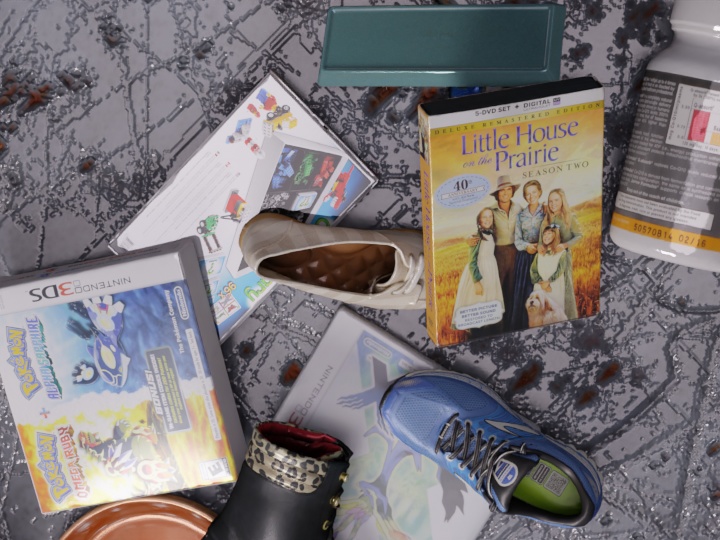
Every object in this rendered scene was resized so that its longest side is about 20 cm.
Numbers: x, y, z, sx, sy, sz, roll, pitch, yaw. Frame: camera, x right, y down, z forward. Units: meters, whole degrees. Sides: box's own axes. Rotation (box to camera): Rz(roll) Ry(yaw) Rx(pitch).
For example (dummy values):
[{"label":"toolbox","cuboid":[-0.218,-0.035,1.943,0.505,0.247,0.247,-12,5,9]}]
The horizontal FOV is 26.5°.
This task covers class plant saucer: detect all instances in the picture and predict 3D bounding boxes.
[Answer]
[{"label":"plant saucer","cuboid":[-0.177,0.289,1.311,0.198,0.032,0.203,0,96,4]},{"label":"plant saucer","cuboid":[0.061,-0.180,1.208,0.198,0.019,0.071,3,74,17]}]

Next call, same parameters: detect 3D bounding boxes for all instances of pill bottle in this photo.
[{"label":"pill bottle","cuboid":[0.269,-0.106,1.191,0.115,0.116,0.202,12,98,2]}]

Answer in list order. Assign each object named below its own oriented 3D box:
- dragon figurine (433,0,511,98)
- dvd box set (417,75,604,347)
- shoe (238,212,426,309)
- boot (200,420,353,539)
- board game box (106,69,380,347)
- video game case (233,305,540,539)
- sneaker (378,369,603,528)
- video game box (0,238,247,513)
[{"label":"dragon figurine","cuboid":[0.083,-0.116,1.230,0.099,0.059,0.201,-31,95,6]},{"label":"dvd box set","cuboid":[0.120,-0.044,1.197,0.145,0.029,0.202,-10,119,-13]},{"label":"shoe","cuboid":[0.000,0.000,1.232,0.198,0.053,0.071,8,109,-15]},{"label":"boot","cuboid":[-0.026,0.220,1.241,0.202,0.074,0.155,20,107,-10]},{"label":"board game box","cuboid":[-0.096,-0.049,1.262,0.126,0.035,0.200,45,98,-3]},{"label":"video game case","cuboid":[0.022,0.158,1.286,0.199,0.022,0.183,31,98,-1]},{"label":"sneaker","cuboid":[0.107,0.143,1.223,0.198,0.089,0.079,26,96,1]},{"label":"video game box","cuboid":[-0.202,0.089,1.261,0.180,0.047,0.202,-11,103,15]}]
